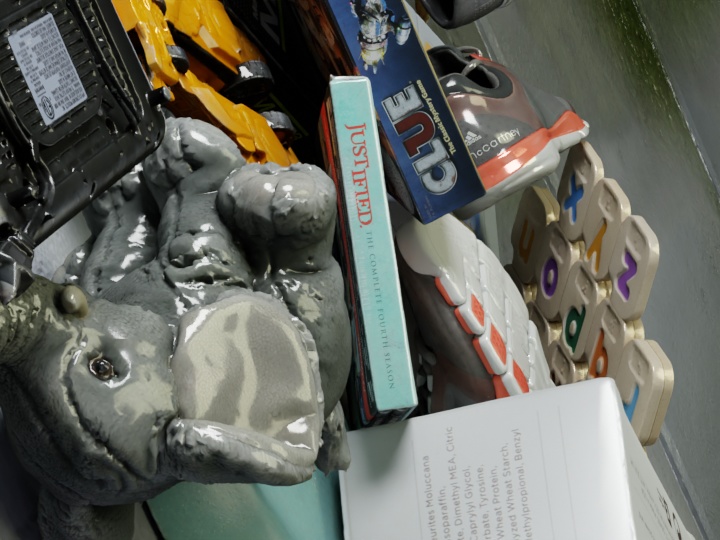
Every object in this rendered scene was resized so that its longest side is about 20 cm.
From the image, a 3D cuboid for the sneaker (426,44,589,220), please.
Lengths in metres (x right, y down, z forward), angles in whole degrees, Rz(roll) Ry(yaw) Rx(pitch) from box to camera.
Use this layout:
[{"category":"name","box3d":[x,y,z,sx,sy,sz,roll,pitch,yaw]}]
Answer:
[{"category":"sneaker","box3d":[0.066,-0.085,1.498,0.082,0.077,0.200,59,7,-5]}]

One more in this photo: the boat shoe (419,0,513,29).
[{"category":"boat shoe","box3d":[0.016,-0.222,1.615,0.066,0.070,0.200,-37,102,-32]}]

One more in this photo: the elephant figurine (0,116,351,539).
[{"category":"elephant figurine","box3d":[-0.084,0.046,1.077,0.200,0.155,0.142,-61,171,-54]}]

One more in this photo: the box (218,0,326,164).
[{"category":"box","box3d":[-0.070,-0.175,1.435,0.193,0.047,0.201,50,25,-53]}]

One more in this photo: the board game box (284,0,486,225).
[{"category":"board game box","box3d":[-0.011,-0.129,1.347,0.201,0.035,0.135,66,-6,-17]}]

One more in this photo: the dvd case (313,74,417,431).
[{"category":"dvd case","box3d":[0.000,0.000,1.331,0.200,0.022,0.147,116,-35,-81]}]

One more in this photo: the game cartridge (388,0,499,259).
[{"category":"game cartridge","box3d":[0.036,-0.059,1.572,0.200,0.041,0.134,36,43,-70]}]

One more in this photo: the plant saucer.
[{"category":"plant saucer","box3d":[-0.046,0.067,1.260,0.200,0.036,0.200,54,24,-37]}]

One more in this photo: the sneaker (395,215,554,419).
[{"category":"sneaker","box3d":[0.051,0.066,1.408,0.200,0.082,0.077,62,20,-24]}]

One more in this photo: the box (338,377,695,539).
[{"category":"box","box3d":[0.083,0.185,1.289,0.199,0.130,0.201,58,23,-57]}]

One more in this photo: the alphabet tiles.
[{"category":"alphabet tiles","box3d":[0.114,0.042,1.533,0.200,0.015,0.196,-120,-142,-55]}]

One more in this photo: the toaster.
[{"category":"toaster","box3d":[-0.164,-0.080,0.953,0.181,0.118,0.200,65,18,-10]}]

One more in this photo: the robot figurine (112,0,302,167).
[{"category":"robot figurine","box3d":[-0.083,-0.077,1.261,0.200,0.058,0.145,31,33,-63]}]

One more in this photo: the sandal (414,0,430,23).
[{"category":"sandal","box3d":[0.016,-0.205,1.673,0.212,0.069,0.078,63,19,-18]}]
